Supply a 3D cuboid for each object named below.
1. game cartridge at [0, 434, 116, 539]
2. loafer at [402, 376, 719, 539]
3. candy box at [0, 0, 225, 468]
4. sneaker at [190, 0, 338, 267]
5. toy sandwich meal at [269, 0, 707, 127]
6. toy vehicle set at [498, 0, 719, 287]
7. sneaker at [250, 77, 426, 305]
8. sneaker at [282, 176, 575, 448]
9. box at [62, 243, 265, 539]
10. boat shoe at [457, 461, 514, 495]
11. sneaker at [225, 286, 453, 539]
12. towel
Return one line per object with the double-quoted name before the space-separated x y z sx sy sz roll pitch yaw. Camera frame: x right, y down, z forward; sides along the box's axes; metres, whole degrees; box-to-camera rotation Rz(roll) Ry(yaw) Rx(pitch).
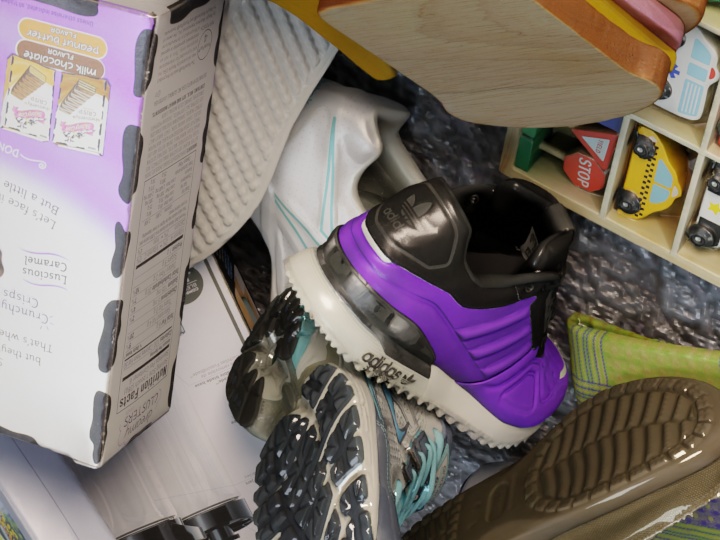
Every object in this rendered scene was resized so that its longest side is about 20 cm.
"game cartridge" -0.155 0.114 1.350 0.200 0.041 0.133 54 154 12
"loafer" 0.098 0.113 1.318 0.200 0.076 0.067 -31 119 36
"candy box" -0.155 -0.040 1.222 0.168 0.072 0.200 17 114 18
"sneaker" -0.066 -0.078 1.271 0.074 0.082 0.200 26 119 -25
"toy sandwich meal" 0.024 -0.114 1.094 0.205 0.070 0.205 8 165 2
"toy vehicle set" 0.128 -0.086 1.174 0.124 0.027 0.200 28 141 16
"sneaker" 0.000 0.000 1.336 0.080 0.070 0.200 8 133 31
"sneaker" 0.058 0.012 1.263 0.070 0.100 0.200 57 -164 28
"box" -0.089 0.070 1.366 0.117 0.060 0.200 -24 106 5
"boat shoe" 0.083 0.176 1.441 0.067 0.074 0.200 -2 127 41
"sneaker" 0.005 0.076 1.245 0.086 0.200 0.078 24 113 -20
"towel" 0.170 0.107 1.342 0.144 0.023 0.200 9 133 35
